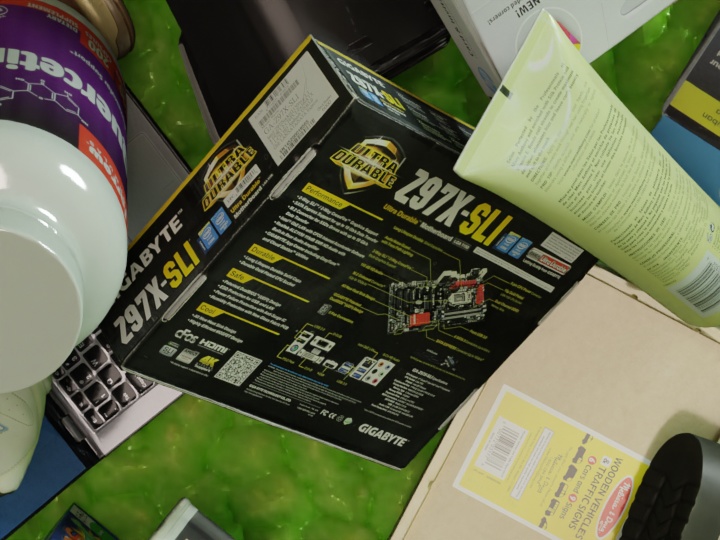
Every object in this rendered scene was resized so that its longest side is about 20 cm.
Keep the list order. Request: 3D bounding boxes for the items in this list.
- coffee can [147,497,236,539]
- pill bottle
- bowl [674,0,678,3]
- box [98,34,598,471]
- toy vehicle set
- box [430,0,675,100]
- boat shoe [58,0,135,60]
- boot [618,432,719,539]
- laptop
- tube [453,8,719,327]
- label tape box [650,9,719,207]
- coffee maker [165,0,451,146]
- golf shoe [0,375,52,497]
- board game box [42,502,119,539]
[{"bbox_3d":[-0.050,0.225,1.080,0.200,0.146,0.147,38,97,0],"label":"coffee can"},{"bbox_3d":[-0.154,-0.034,0.977,0.111,0.201,0.113,-3,120,-5],"label":"pill bottle"},{"bbox_3d":[0.095,-0.209,1.055,0.199,0.094,0.203,0,96,4],"label":"bowl"},{"bbox_3d":[0.000,0.000,1.029,0.160,0.199,0.049,-49,48,16],"label":"box"},{"bbox_3d":[0.099,0.100,1.117,0.124,0.027,0.201,28,97,1],"label":"toy vehicle set"},{"bbox_3d":[0.074,-0.192,0.966,0.155,0.041,0.201,-36,113,-6],"label":"box"},{"bbox_3d":[-0.193,-0.163,1.082,0.067,0.072,0.200,-41,88,-16],"label":"boat shoe"},{"bbox_3d":[0.176,0.193,1.086,0.137,0.077,0.201,21,100,-20],"label":"boot"},{"bbox_3d":[-0.170,0.010,1.085,0.199,0.116,0.188,-38,92,7],"label":"laptop"},{"bbox_3d":[0.112,-0.036,1.012,0.052,0.200,0.058,-23,55,27],"label":"tube"},{"bbox_3d":[0.234,-0.093,1.061,0.143,0.066,0.201,31,126,1],"label":"label tape box"},{"bbox_3d":[-0.049,-0.165,1.022,0.134,0.192,0.201,-31,94,-10],"label":"coffee maker"},{"bbox_3d":[-0.234,0.055,1.012,0.198,0.078,0.098,5,82,-16],"label":"golf shoe"},{"bbox_3d":[-0.196,0.211,1.096,0.034,0.135,0.200,39,96,-4],"label":"board game box"}]
